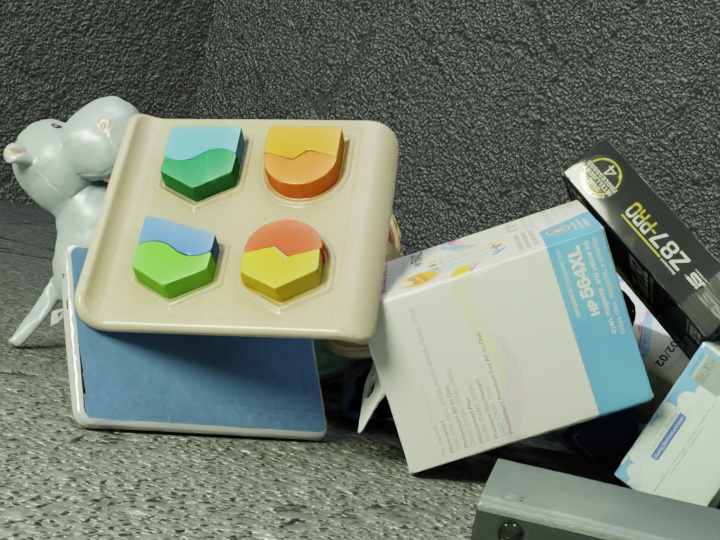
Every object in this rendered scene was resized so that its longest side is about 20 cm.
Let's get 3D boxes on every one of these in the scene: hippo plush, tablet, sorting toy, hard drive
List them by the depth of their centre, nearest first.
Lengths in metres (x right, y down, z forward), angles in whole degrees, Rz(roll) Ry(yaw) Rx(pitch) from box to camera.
[{"bbox_3d":[0.169,0.156,0.741,0.198,0.033,0.140,12,3,10],"label":"hard drive"},{"bbox_3d":[-0.080,-0.038,0.870,0.198,0.186,0.037,4,-36,6],"label":"sorting toy"},{"bbox_3d":[-0.113,0.053,0.894,0.199,0.131,0.014,9,-31,-38],"label":"tablet"},{"bbox_3d":[-0.222,-0.063,1.102,0.199,0.162,0.159,-24,6,17],"label":"hippo plush"}]

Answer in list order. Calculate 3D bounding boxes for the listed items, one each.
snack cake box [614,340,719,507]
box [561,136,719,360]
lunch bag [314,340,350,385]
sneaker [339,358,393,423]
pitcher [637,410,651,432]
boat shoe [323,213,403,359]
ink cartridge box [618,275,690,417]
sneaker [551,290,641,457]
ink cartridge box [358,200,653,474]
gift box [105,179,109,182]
[{"bbox_3d":[0.269,0.116,0.957,0.067,0.116,0.200,35,11,22],"label":"snack cake box"},{"bbox_3d":[0.232,-0.007,0.999,0.161,0.049,0.200,50,3,17],"label":"box"},{"bbox_3d":[0.027,0.047,1.177,0.199,0.078,0.160,-21,2,18],"label":"lunch bag"},{"bbox_3d":[0.065,0.075,1.017,0.199,0.076,0.078,-31,7,26],"label":"sneaker"},{"bbox_3d":[0.291,0.124,1.196,0.198,0.122,0.172,1,23,8],"label":"pitcher"},{"bbox_3d":[0.000,0.000,1.058,0.073,0.070,0.200,-6,28,3],"label":"boat shoe"},{"bbox_3d":[0.276,0.068,1.136,0.199,0.115,0.068,27,-33,32],"label":"ink cartridge box"},{"bbox_3d":[0.179,0.066,1.041,0.080,0.201,0.115,-23,11,-9],"label":"sneaker"},{"bbox_3d":[0.086,0.047,0.909,0.198,0.126,0.129,-17,10,5],"label":"ink cartridge box"},{"bbox_3d":[-0.188,-0.028,1.472,0.199,0.186,0.186,8,4,40],"label":"gift box"}]
